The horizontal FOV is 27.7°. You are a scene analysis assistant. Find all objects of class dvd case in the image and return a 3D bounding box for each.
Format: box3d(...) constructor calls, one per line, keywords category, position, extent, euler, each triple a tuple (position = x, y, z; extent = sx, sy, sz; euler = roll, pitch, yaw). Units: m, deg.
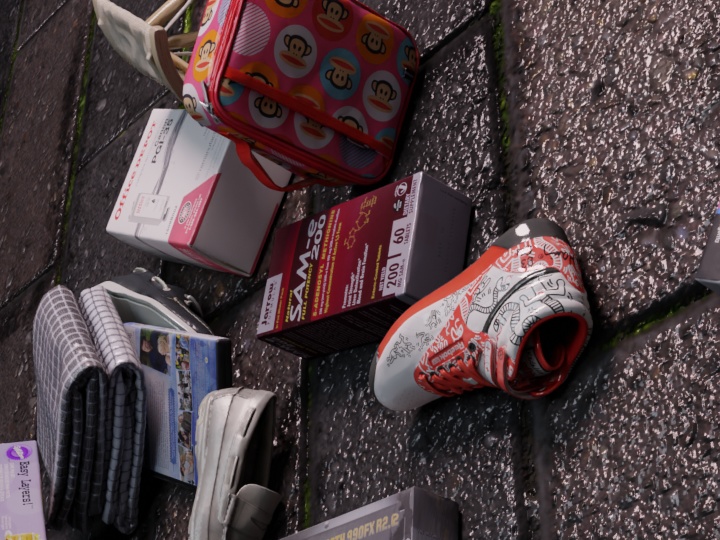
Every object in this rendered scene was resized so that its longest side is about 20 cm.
box3d(category="dvd case", position=(-0.174, 0.127, 1.364), extent=(0.199, 0.017, 0.144), euler=(4, 97, 55))

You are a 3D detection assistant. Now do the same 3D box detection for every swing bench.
box3d(category="swing bench", position=(-0.128, -0.229, 1.402), extent=(0.199, 0.131, 0.199), euler=(-28, 30, -14))

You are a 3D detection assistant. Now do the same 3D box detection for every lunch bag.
box3d(category="lunch bag", position=(-0.054, -0.157, 1.269), extent=(0.082, 0.199, 0.178), euler=(4, 74, 56))

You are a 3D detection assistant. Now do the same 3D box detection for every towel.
box3d(category="towel", position=(-0.272, 0.137, 1.421), extent=(0.166, 0.085, 0.202), euler=(-132, 45, -55))

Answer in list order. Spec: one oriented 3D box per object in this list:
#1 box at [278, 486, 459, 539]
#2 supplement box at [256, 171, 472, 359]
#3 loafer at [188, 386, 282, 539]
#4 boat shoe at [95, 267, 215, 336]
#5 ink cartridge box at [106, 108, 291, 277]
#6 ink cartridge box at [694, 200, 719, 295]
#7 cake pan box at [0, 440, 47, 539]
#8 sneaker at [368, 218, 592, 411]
box3d(category="box", position=(-0.012, 0.263, 1.069), extent=(0.199, 0.048, 0.160), euler=(-30, 46, 41))
box3d(category="supplement box", position=(0.000, 0.000, 1.216), extent=(0.199, 0.061, 0.110), euler=(-19, 54, 49))
box3d(category="loafer", position=(-0.101, 0.196, 1.220), extent=(0.069, 0.070, 0.202), euler=(-7, 72, 21))
box3d(category="boat shoe", position=(-0.193, 0.041, 1.452), extent=(0.060, 0.076, 0.199), euler=(-31, 37, -29))
box3d(category="ink cartridge box", position=(-0.162, -0.082, 1.476), extent=(0.199, 0.082, 0.148), euler=(9, 77, 56))
box3d(category="ink cartridge box", position=(0.290, -0.025, 0.851), extent=(0.199, 0.037, 0.096), euler=(9, 76, 54))
box3d(category="cake pan box", position=(-0.317, 0.294, 1.376), extent=(0.185, 0.052, 0.202), euler=(-115, 24, -60))
box3d(category="sneaker", position=(0.083, 0.062, 1.051), extent=(0.201, 0.067, 0.108), euler=(-44, 36, 24))
